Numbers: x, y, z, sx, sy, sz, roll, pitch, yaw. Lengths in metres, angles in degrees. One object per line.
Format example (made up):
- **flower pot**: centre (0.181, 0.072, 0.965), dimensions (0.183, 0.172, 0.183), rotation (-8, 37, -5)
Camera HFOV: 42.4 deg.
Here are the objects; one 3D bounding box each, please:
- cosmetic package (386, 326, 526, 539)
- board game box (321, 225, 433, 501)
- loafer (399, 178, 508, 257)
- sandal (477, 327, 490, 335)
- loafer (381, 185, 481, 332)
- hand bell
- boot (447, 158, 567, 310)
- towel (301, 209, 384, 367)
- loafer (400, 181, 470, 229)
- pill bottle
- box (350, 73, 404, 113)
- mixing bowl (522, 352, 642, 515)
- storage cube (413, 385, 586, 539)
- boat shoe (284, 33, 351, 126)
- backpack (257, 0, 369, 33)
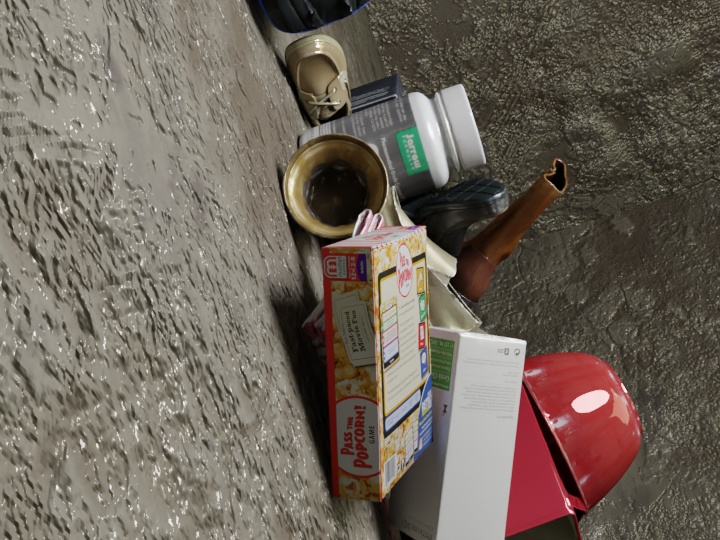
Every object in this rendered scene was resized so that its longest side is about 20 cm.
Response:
- **cosmetic package**: centre (0.093, 0.161, 0.911), dimensions (0.107, 0.083, 0.205), rotation (1, -97, 64)
- **board game box**: centre (0.019, 0.071, 0.792), dimensions (0.151, 0.045, 0.205), rotation (-21, 111, -68)
- **loafer**: centre (0.099, -0.052, 1.039), dimensions (0.199, 0.072, 0.073), rotation (-9, -73, 58)
- **sandal**: centre (0.101, 0.074, 1.075), dimensions (0.198, 0.042, 0.078), rotation (23, 72, -35)
- **loafer**: centre (0.069, -0.006, 0.998), dimensions (0.076, 0.067, 0.203), rotation (-57, 122, -82)
- **hand bell**: centre (-0.023, -0.056, 0.984), dimensions (0.200, 0.102, 0.106), rotation (89, -13, -75)
- **boot**: centre (0.162, -0.053, 1.079), dimensions (0.068, 0.201, 0.188), rotation (38, 21, 5)
- **towel**: centre (0.008, 0.063, 0.888), dimensions (0.202, 0.029, 0.148), rotation (71, 35, -44)
- **loafer**: centre (0.071, -0.048, 1.157), dimensions (0.067, 0.199, 0.077), rotation (-16, 78, -52)
- **pill bottle**: centre (0.037, -0.137, 1.072), dimensions (0.113, 0.196, 0.115), rotation (-18, 90, -82)
- **box**: centre (0.031, -0.166, 1.377), dimensions (0.201, 0.115, 0.200), rotation (-80, 153, -70)
- **mixing bowl**: centre (0.267, 0.176, 1.117), dimensions (0.203, 0.107, 0.200), rotation (63, 1, -2)
- **storage cube**: centre (0.145, 0.255, 1.075), dimensions (0.172, 0.197, 0.182), rotation (61, 8, -53)
- **boat shoe**: centre (-0.044, -0.221, 1.149), dimensions (0.200, 0.071, 0.066), rotation (67, 7, -71)
- **backpack**: centre (-0.061, -0.380, 1.017), dimensions (0.169, 0.160, 0.202), rotation (-100, 169, -58)
